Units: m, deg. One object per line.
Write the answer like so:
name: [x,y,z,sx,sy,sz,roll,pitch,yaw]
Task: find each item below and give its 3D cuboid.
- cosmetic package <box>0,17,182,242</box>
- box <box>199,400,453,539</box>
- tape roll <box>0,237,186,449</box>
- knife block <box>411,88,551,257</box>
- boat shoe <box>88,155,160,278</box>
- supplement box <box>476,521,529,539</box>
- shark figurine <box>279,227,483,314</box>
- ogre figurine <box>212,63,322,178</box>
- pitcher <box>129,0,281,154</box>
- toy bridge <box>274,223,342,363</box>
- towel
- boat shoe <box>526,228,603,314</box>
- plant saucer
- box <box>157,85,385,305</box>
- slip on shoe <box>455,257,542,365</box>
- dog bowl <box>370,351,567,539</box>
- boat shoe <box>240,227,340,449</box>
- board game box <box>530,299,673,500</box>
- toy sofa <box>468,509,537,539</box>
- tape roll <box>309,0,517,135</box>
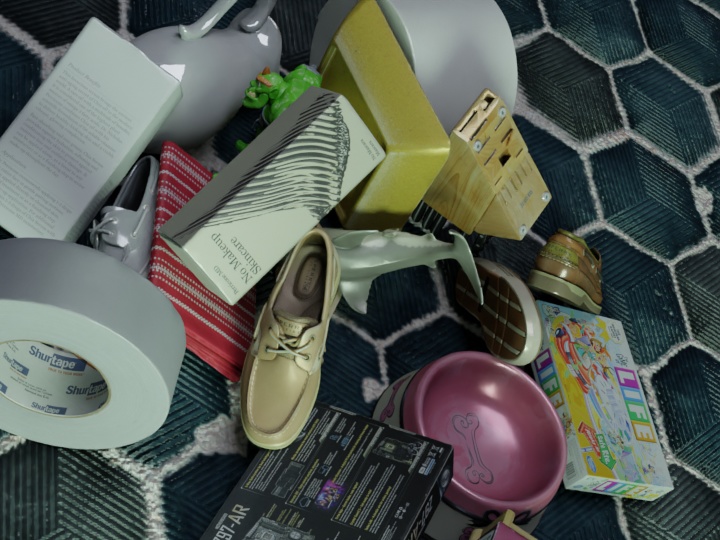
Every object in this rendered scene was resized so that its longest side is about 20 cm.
cosmetic package: [-0.260,-0.116,1.208,0.101,0.071,0.200,36,84,-1]
box: [-0.029,0.210,1.141,0.159,0.044,0.200,15,45,19]
tape roll: [-0.244,0.063,1.068,0.199,0.200,0.066,21,49,-14]
knife block: [0.099,-0.097,1.363,0.064,0.175,0.200,-52,130,-23]
boat shoe: [-0.217,-0.032,1.221,0.069,0.072,0.201,54,41,-28]
supplement box: [0.101,0.313,1.081,0.131,0.200,0.103,34,48,-4]
shark figurine: [0.020,0.000,1.298,0.213,0.128,0.090,2,94,11]
ogre figurine: [-0.079,-0.135,1.312,0.098,0.120,0.200,36,25,5]
pitcher: [-0.161,-0.214,1.332,0.121,0.172,0.200,36,44,23]
toy bridge: [-0.051,0.006,1.332,0.067,0.027,0.201,8,54,-25]
towel: [-0.148,-0.008,1.249,0.145,0.022,0.201,41,38,-43]
boat shoe: [0.227,0.001,1.392,0.072,0.200,0.068,21,90,14]
plant saucer: [-0.003,-0.142,1.350,0.048,0.200,0.201,-12,64,-29]
box: [-0.079,-0.070,1.191,0.200,0.068,0.082,-46,121,-10]
slip on shoe: [0.153,0.041,1.342,0.060,0.076,0.200,13,12,-17]
dog bowl: [0.111,0.167,1.277,0.199,0.074,0.201,15,52,-20]
boat shoe: [-0.065,0.058,1.183,0.071,0.065,0.201,11,71,3]
board game box: [0.244,0.135,1.380,0.134,0.034,0.201,14,51,-37]
toy sofa: [0.176,0.313,1.191,0.199,0.098,0.083,33,49,-3]
tape roll: [0.054,-0.209,1.428,0.139,0.203,0.203,-9,63,-33]
